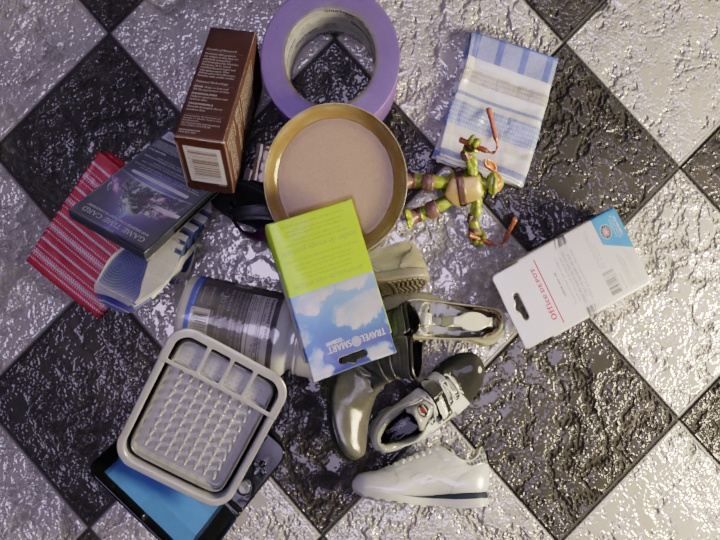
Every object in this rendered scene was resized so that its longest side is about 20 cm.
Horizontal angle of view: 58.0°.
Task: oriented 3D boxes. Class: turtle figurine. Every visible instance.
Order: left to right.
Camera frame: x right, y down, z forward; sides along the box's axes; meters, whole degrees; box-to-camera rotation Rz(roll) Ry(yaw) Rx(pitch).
[{"bbox_3d":[0.135,-0.124,0.920,0.156,0.065,0.205,-8,119,6],"label":"turtle figurine"}]

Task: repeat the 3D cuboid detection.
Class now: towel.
[{"bbox_3d":[-0.379,-0.054,0.955,0.143,0.022,0.202,36,90,0],"label":"towel"},{"bbox_3d":[0.198,-0.235,0.952,0.143,0.024,0.206,17,88,1],"label":"towel"}]

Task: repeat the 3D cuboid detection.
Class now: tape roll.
[{"bbox_3d":[-0.041,-0.289,0.928,0.193,0.085,0.207,0,87,1],"label":"tape roll"}]

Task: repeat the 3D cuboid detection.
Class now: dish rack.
[{"bbox_3d":[-0.204,0.187,0.846,0.168,0.044,0.204,28,97,-11],"label":"dish rack"}]

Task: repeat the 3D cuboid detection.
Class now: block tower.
[{"bbox_3d":[-0.066,-0.131,0.936,0.193,0.054,0.060,12,87,1],"label":"block tower"}]

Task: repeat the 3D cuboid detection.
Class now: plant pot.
[{"bbox_3d":[-0.033,-0.120,0.880,0.193,0.028,0.207,0,99,1],"label":"plant pot"}]

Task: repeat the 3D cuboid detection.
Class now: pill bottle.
[{"bbox_3d":[-0.148,0.081,0.899,0.193,0.114,0.118,12,88,1],"label":"pill bottle"}]

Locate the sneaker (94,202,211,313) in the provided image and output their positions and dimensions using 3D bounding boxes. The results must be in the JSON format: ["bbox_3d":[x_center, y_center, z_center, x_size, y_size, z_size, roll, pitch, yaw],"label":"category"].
[{"bbox_3d":[-0.273,-0.007,0.894,0.079,0.116,0.202,28,51,2],"label":"sneaker"}]

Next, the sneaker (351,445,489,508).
[{"bbox_3d":[0.084,0.288,0.914,0.193,0.077,0.083,2,76,-4],"label":"sneaker"}]

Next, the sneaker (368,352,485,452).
[{"bbox_3d":[0.098,0.191,0.904,0.198,0.089,0.075,-39,86,-2],"label":"sneaker"}]

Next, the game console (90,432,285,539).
[{"bbox_3d":[-0.228,0.259,0.890,0.199,0.118,0.172,41,89,2],"label":"game console"}]

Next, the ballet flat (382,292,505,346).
[{"bbox_3d":[0.111,0.068,0.919,0.193,0.069,0.072,4,87,1],"label":"ballet flat"}]

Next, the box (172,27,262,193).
[{"bbox_3d":[-0.187,-0.219,0.879,0.072,0.101,0.205,8,58,2],"label":"box"}]

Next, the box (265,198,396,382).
[{"bbox_3d":[-0.039,0.025,0.836,0.118,0.048,0.206,-17,87,-10],"label":"box"}]

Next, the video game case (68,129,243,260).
[{"bbox_3d":[-0.274,-0.111,0.884,0.140,0.019,0.201,24,55,20],"label":"video game case"}]

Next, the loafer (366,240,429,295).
[{"bbox_3d":[0.000,0.000,0.922,0.193,0.076,0.070,-4,63,6],"label":"loafer"}]

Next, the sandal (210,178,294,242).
[{"bbox_3d":[-0.129,-0.067,0.920,0.196,0.076,0.048,27,43,2],"label":"sandal"}]

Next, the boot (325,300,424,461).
[{"bbox_3d":[0.023,0.145,0.870,0.128,0.067,0.207,-13,67,33],"label":"boot"}]

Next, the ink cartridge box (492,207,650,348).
[{"bbox_3d":[0.287,0.013,0.917,0.196,0.067,0.118,-27,88,-1],"label":"ink cartridge box"}]
